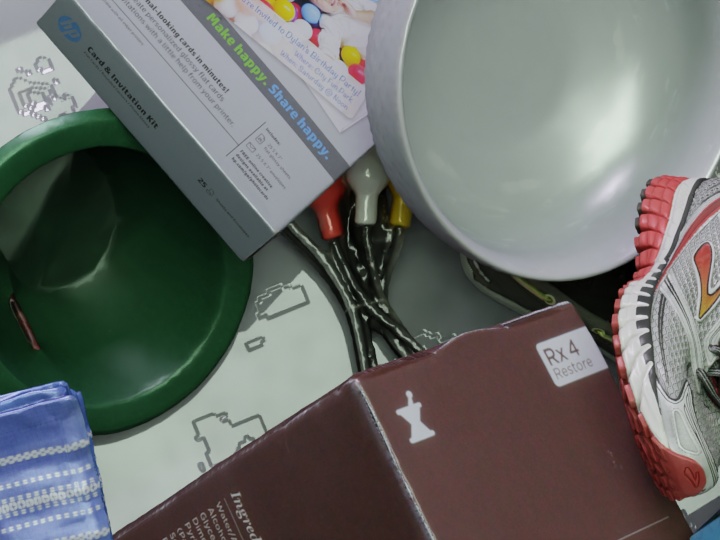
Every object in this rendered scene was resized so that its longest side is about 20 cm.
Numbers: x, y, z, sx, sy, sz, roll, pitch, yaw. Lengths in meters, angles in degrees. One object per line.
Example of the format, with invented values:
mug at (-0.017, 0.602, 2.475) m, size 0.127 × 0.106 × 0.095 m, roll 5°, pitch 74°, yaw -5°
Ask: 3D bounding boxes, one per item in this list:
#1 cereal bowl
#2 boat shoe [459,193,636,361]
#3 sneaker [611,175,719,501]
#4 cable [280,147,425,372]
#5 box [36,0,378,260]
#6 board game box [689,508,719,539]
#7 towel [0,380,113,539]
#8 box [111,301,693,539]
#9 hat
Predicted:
cereal bowl at (0.085, -0.100, 1.325) m, size 0.199 × 0.083 × 0.201 m, roll -7°, pitch 106°, yaw -26°
boat shoe at (0.149, 0.015, 1.394) m, size 0.201 × 0.060 × 0.072 m, roll 22°, pitch 77°, yaw -1°
sneaker at (0.164, 0.022, 1.240) m, size 0.082 × 0.078 × 0.200 m, roll -5°, pitch 41°, yaw 20°
cable at (0.000, 0.000, 1.387) m, size 0.097 × 0.050 × 0.201 m, roll -6°, pitch 78°, yaw -10°
box at (-0.041, -0.123, 1.346) m, size 0.156 × 0.041 × 0.200 m, roll 50°, pitch 52°, yaw -3°
board game box at (0.230, 0.168, 1.305) m, size 0.037 × 0.200 × 0.152 m, roll -35°, pitch 83°, yaw 17°
towel at (-0.174, 0.163, 1.238) m, size 0.144 × 0.024 × 0.201 m, roll -14°, pitch 91°, yaw -18°
box at (0.024, 0.142, 1.257) m, size 0.166 × 0.200 × 0.165 m, roll -16°, pitch 76°, yaw -46°
hat at (-0.170, -0.035, 1.396) m, size 0.165 × 0.176 × 0.200 m, roll -32°, pitch 121°, yaw -13°
